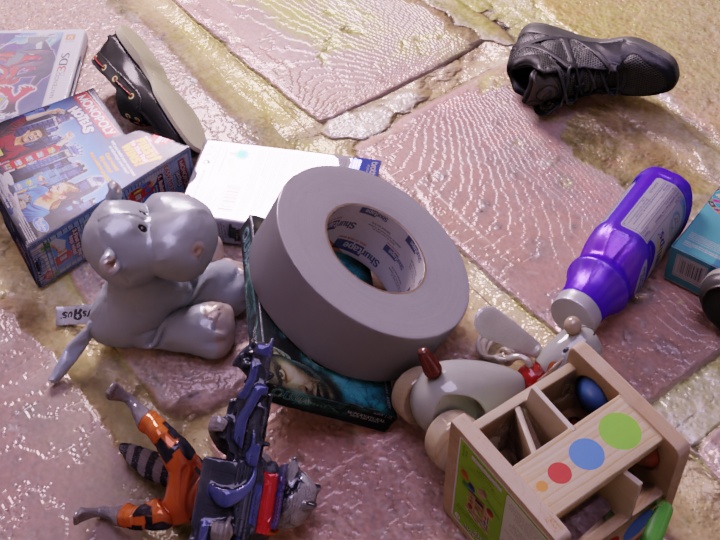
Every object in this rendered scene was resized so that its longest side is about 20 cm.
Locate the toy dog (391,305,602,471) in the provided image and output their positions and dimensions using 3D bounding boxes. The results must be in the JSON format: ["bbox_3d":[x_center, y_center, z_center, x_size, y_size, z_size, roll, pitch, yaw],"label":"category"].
[{"bbox_3d":[0.112,0.079,0.945,0.131,0.098,0.199,19,44,39],"label":"toy dog"}]

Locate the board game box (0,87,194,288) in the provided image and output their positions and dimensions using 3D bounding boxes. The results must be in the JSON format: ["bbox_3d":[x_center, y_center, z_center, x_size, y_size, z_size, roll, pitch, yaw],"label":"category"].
[{"bbox_3d":[-0.287,-0.102,1.171,0.197,0.062,0.201,-23,51,-20],"label":"board game box"}]

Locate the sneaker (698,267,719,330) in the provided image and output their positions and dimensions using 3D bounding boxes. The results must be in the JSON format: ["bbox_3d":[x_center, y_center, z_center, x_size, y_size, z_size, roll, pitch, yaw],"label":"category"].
[{"bbox_3d":[0.372,0.078,0.980,0.199,0.076,0.106,36,54,28],"label":"sneaker"}]

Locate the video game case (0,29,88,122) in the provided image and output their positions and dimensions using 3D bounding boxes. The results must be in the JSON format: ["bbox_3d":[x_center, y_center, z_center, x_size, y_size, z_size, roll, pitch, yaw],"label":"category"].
[{"bbox_3d":[-0.436,-0.225,1.314,0.196,0.023,0.184,-1,47,0],"label":"video game case"}]

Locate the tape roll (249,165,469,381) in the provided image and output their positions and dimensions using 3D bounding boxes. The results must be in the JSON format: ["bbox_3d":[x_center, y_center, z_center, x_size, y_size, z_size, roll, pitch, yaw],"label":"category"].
[{"bbox_3d":[0.000,0.000,1.007,0.198,0.066,0.202,21,41,-19],"label":"tape roll"}]

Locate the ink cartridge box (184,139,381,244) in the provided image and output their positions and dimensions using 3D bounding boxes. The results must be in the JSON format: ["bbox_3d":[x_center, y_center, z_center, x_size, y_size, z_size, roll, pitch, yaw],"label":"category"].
[{"bbox_3d":[-0.083,-0.076,1.157,0.196,0.042,0.121,6,48,10],"label":"ink cartridge box"}]

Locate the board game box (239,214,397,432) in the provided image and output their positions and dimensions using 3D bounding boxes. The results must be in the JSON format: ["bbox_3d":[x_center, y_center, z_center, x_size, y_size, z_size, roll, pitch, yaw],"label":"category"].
[{"bbox_3d":[-0.042,0.045,1.009,0.134,0.028,0.202,18,41,-28],"label":"board game box"}]

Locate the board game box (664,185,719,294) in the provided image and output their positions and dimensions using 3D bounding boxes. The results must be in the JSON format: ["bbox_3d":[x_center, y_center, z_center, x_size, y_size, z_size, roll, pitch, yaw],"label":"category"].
[{"bbox_3d":[0.418,-0.033,1.101,0.150,0.047,0.200,29,54,25],"label":"board game box"}]

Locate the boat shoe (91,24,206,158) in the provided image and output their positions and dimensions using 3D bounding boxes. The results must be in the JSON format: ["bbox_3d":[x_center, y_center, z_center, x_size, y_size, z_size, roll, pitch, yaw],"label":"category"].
[{"bbox_3d":[-0.240,-0.192,1.256,0.063,0.073,0.202,-42,63,11],"label":"boat shoe"}]

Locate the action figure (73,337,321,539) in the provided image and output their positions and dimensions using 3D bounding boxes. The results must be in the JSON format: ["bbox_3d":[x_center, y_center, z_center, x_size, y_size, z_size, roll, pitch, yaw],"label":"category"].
[{"bbox_3d":[-0.120,0.151,0.905,0.190,0.105,0.203,16,79,9],"label":"action figure"}]

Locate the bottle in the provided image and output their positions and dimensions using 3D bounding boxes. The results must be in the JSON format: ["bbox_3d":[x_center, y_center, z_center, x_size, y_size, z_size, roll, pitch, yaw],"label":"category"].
[{"bbox_3d":[0.251,-0.016,1.064,0.065,0.084,0.200,27,53,24],"label":"bottle"}]

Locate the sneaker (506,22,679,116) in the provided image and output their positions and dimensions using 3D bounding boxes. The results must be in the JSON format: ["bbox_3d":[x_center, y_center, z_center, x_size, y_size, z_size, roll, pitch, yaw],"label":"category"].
[{"bbox_3d":[0.256,-0.217,1.258,0.196,0.077,0.115,17,51,20],"label":"sneaker"}]

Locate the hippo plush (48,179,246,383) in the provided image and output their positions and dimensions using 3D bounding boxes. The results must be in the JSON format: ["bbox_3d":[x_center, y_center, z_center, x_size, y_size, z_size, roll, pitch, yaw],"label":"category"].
[{"bbox_3d":[-0.199,-0.016,1.021,0.196,0.162,0.161,-5,47,-4],"label":"hippo plush"}]

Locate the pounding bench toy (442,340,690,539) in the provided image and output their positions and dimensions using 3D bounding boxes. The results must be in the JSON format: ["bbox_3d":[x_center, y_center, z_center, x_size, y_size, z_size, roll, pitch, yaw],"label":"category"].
[{"bbox_3d":[0.185,0.183,0.855,0.154,0.125,0.200,-27,52,-22],"label":"pounding bench toy"}]
